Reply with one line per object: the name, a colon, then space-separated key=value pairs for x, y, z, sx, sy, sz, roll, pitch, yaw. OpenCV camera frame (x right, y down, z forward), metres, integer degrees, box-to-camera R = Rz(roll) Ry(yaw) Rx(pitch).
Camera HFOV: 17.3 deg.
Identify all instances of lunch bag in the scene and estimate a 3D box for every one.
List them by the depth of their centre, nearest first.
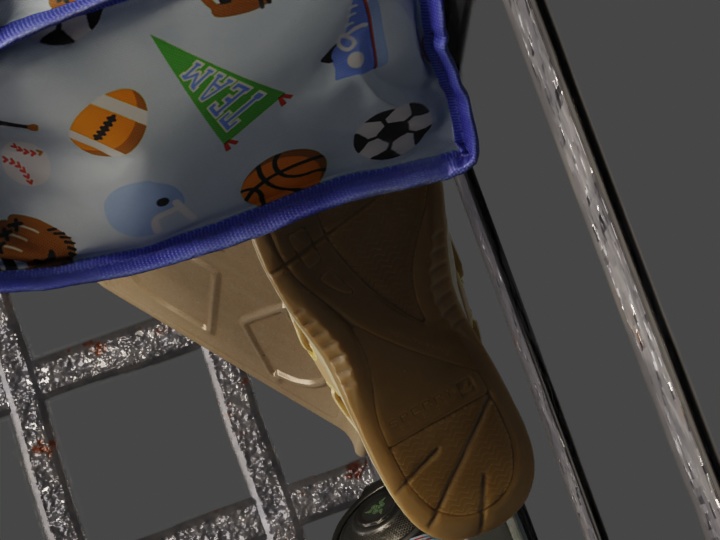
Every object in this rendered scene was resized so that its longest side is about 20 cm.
lunch bag: x=-0.088 y=-0.087 z=0.699 sx=0.170 sy=0.200 sz=0.124 roll=-112 pitch=3 yaw=-48

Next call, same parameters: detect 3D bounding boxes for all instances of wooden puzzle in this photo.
wooden puzzle: x=-0.057 y=-0.011 z=1.207 sx=0.200 sy=0.046 sz=0.185 roll=34 pitch=150 yaw=14

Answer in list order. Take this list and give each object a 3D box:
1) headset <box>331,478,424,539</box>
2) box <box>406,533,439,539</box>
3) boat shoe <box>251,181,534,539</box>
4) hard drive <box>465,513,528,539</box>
headset: x=0.022 y=0.168 z=1.164 sx=0.124 sy=0.094 sz=0.200 roll=62 pitch=-168 yaw=2
box: x=0.052 y=0.211 z=0.945 sx=0.137 sy=0.038 sz=0.200 roll=-167 pitch=58 yaw=-86
boat shoe: x=0.000 y=0.000 z=0.850 sx=0.069 sy=0.074 sz=0.200 roll=-149 pitch=39 yaw=-76
hard drive: x=0.076 y=0.184 z=1.019 sx=0.140 sy=0.033 sz=0.200 roll=77 pitch=173 yaw=-62
